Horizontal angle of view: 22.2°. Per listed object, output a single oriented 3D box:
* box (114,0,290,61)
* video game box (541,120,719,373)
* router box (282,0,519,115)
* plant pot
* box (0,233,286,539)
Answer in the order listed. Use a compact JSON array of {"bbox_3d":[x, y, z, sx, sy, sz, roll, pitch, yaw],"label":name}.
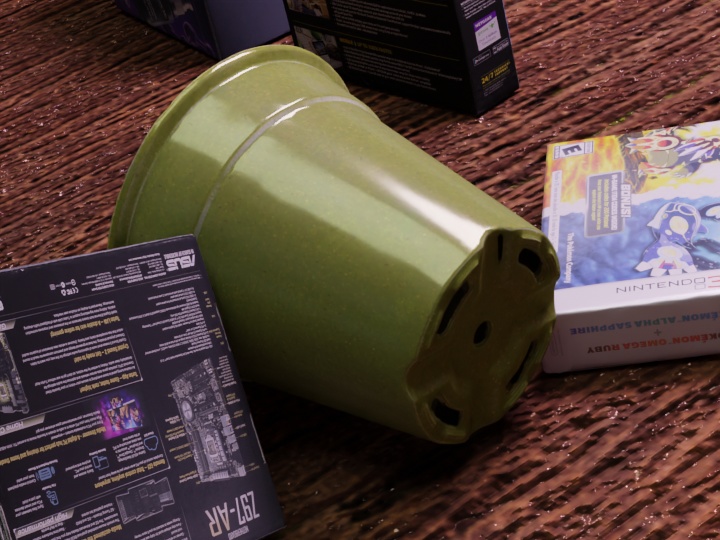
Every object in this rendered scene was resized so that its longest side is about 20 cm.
[{"bbox_3d":[-0.138,-0.281,1.538,0.104,0.148,0.200,-28,33,-22],"label":"box"},{"bbox_3d":[0.196,-0.022,1.070,0.182,0.047,0.200,-5,32,11],"label":"video game box"},{"bbox_3d":[0.018,-0.206,1.346,0.051,0.149,0.200,-35,37,-30],"label":"router box"},{"bbox_3d":[0.000,0.000,0.992,0.190,0.200,0.200,25,47,35],"label":"plant pot"},{"bbox_3d":[-0.126,0.074,0.866,0.043,0.161,0.200,-18,-1,31],"label":"box"}]
